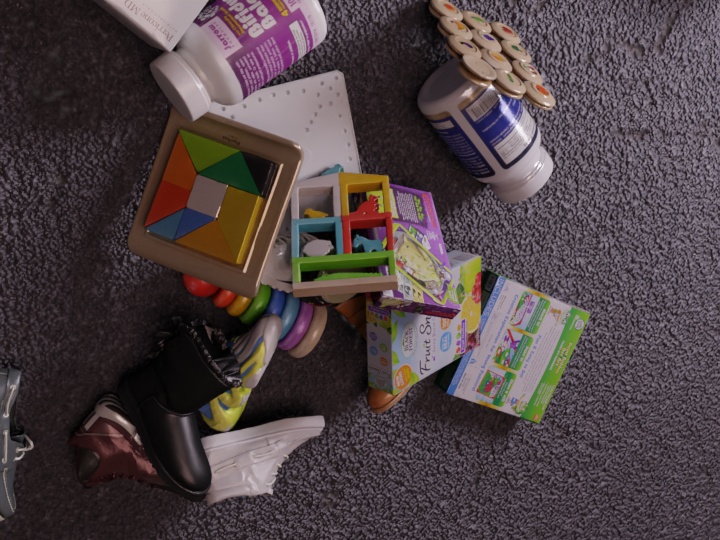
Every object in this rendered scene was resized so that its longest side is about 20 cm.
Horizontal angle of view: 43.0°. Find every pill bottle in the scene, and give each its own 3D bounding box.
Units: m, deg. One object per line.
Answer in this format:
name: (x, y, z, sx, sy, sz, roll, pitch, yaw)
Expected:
pill bottle: (-0.148, -0.269, 1.094, 0.200, 0.112, 0.112, -40, 118, -13)
pill bottle: (0.178, -0.194, 1.269, 0.116, 0.116, 0.200, -45, 118, -6)

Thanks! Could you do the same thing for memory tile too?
memory tile: (0.171, -0.288, 1.200, 0.153, 0.200, 0.017, 14, 129, -27)

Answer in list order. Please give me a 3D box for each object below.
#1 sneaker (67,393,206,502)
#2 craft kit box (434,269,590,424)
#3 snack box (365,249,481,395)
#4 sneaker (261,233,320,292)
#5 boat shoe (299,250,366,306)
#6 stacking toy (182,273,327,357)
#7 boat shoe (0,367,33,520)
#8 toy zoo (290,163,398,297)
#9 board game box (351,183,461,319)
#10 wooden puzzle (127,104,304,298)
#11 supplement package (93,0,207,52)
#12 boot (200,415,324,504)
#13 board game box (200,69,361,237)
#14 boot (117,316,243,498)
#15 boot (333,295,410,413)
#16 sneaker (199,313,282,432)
sneaker: (-0.306, 0.265, 1.222, 0.115, 0.076, 0.200, -43, 108, -1)
craft kit box: (0.241, 0.122, 1.437, 0.197, 0.049, 0.201, 22, 96, -26)
snack box: (0.091, 0.068, 1.259, 0.200, 0.053, 0.143, -22, 117, -43)
sneaker: (-0.096, -0.017, 1.211, 0.200, 0.076, 0.081, 15, 107, -47)
boat shoe: (-0.001, -0.003, 1.223, 0.201, 0.063, 0.074, -21, 100, -43)
stacking toy: (-0.147, 0.042, 1.220, 0.200, 0.085, 0.086, 27, 93, -22)
boat shoe: (-0.441, 0.216, 1.138, 0.062, 0.073, 0.201, -7, 103, -18)
toy zoo: (-0.024, -0.058, 1.163, 0.131, 0.201, 0.020, -4, 145, 1)
board game box: (0.057, -0.032, 1.202, 0.120, 0.201, 0.032, 8, 140, -23)
wooden puzzle: (-0.182, -0.086, 1.118, 0.184, 0.037, 0.201, 20, 97, 13)
supplement package: (-0.215, -0.366, 1.036, 0.117, 0.117, 0.200, 36, 90, -31)
boot: (-0.132, 0.264, 1.265, 0.199, 0.074, 0.096, -8, 75, -28)
board game box: (-0.100, -0.145, 1.208, 0.199, 0.026, 0.201, -18, 112, -18)
boot: (-0.210, 0.169, 1.157, 0.162, 0.073, 0.199, -39, 78, 25)
boot: (0.021, 0.090, 1.312, 0.155, 0.074, 0.201, 33, 79, -30)
sneaker: (-0.181, 0.123, 1.200, 0.105, 0.076, 0.200, 28, 116, -2)
